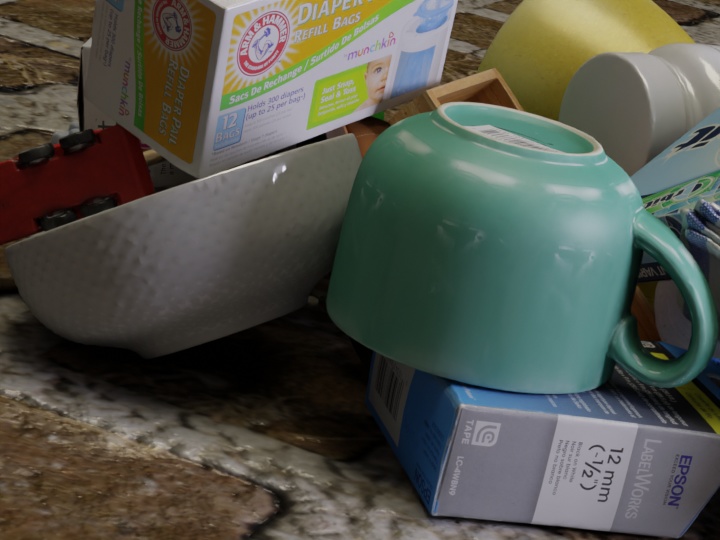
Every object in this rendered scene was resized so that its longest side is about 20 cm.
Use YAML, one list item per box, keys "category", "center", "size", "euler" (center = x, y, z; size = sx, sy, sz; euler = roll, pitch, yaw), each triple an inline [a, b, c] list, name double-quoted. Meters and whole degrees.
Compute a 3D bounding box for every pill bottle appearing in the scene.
- category: "pill bottle"
  center: [0.234, -0.088, 1.446]
  size: [0.199, 0.114, 0.113]
  euler: [1, 19, -33]

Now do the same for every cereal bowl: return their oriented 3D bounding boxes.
- category: "cereal bowl"
  center: [-0.085, -0.006, 1.209]
  size: [0.199, 0.084, 0.200]
  euler: [-19, 2, 1]

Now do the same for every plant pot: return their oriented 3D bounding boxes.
- category: "plant pot"
  center: [0.188, -0.099, 1.600]
  size: [0.142, 0.201, 0.200]
  euler: [29, 23, 33]

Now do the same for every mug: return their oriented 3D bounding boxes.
- category: "mug"
  center: [0.083, -0.016, 1.142]
  size: [0.184, 0.115, 0.152]
  euler: [8, 16, -14]

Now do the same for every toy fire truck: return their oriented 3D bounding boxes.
- category: "toy fire truck"
  center: [-0.162, -0.055, 1.318]
  size: [0.199, 0.049, 0.141]
  euler: [-17, 3, 9]

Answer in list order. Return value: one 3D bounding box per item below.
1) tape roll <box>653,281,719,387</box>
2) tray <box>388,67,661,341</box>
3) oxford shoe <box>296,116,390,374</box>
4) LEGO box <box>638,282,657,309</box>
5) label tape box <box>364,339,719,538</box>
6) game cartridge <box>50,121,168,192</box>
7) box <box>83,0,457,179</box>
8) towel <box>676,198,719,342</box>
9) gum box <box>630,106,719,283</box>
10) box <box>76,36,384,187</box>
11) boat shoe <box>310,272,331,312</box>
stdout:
- category: "tape roll"
  center: [0.272, 0.004, 1.302]
  size: [0.066, 0.200, 0.200]
  euler: [50, -2, -27]
- category: "tray"
  center: [0.102, -0.021, 1.323]
  size: [0.200, 0.037, 0.099]
  euler: [57, 30, 5]
- category: "oxford shoe"
  center: [0.020, -0.015, 1.279]
  size: [0.071, 0.071, 0.201]
  euler: [0, 53, -22]
- category: "LEGO box"
  center: [0.279, 0.012, 1.487]
  size: [0.200, 0.077, 0.149]
  euler: [24, 20, 35]
- category: "label tape box"
  center: [0.116, 0.081, 1.164]
  size: [0.199, 0.066, 0.143]
  euler: [9, 16, -17]
- category: "game cartridge"
  center: [-0.102, -0.073, 1.581]
  size: [0.133, 0.041, 0.200]
  euler: [21, 18, 41]
- category: "box"
  center: [-0.046, -0.146, 1.270]
  size: [0.101, 0.113, 0.200]
  euler: [35, 41, 31]
- category: "towel"
  center: [0.232, 0.059, 1.138]
  size: [0.200, 0.024, 0.147]
  euler: [48, -9, 20]
- category: "gum box"
  center: [0.238, -0.063, 1.273]
  size: [0.200, 0.045, 0.170]
  euler: [-37, 16, -29]
- category: "box"
  center: [-0.078, -0.120, 1.474]
  size: [0.176, 0.097, 0.200]
  euler: [4, 19, 6]
- category: "boat shoe"
  center: [0.000, 0.000, 1.347]
  size: [0.199, 0.066, 0.074]
  euler: [19, 53, -1]
